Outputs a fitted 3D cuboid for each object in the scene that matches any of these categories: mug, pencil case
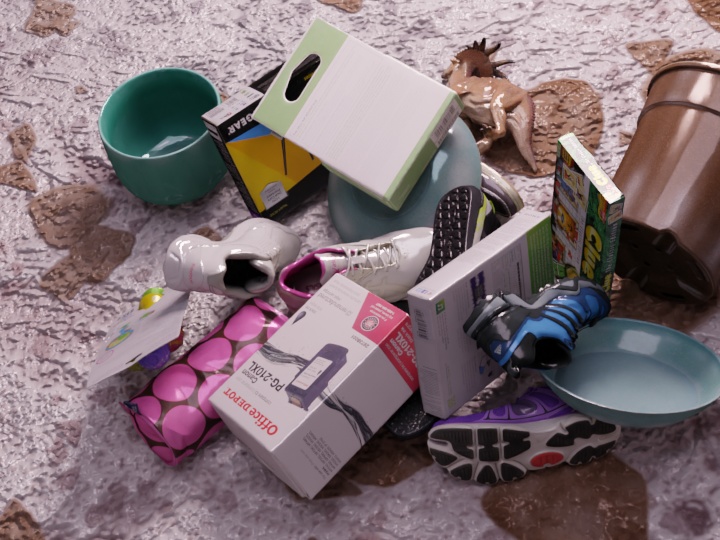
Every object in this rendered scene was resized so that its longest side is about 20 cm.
[{"bbox_3d":[-0.219,-0.151,1.765,0.184,0.115,0.152,18,58,22],"label":"mug"},{"bbox_3d":[-0.162,0.114,1.574,0.200,0.091,0.094,-39,51,-21],"label":"pencil case"}]

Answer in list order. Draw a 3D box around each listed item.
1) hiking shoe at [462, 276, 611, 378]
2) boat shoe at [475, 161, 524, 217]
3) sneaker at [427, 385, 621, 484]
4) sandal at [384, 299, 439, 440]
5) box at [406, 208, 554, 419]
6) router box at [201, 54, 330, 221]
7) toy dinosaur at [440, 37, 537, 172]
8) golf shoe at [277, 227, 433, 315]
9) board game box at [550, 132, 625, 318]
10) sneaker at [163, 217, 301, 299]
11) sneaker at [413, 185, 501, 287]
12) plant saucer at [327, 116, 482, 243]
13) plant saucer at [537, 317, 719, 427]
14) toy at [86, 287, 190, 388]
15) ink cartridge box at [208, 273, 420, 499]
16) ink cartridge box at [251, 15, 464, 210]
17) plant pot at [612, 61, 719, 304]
[{"bbox_3d":[0.191,0.064,1.465,0.199,0.075,0.087,-11,57,-41],"label":"hiking shoe"},{"bbox_3d":[0.101,-0.104,1.698,0.199,0.072,0.065,31,73,30],"label":"boat shoe"},{"bbox_3d":[0.166,0.162,1.492,0.198,0.081,0.084,-6,36,-5],"label":"sneaker"},{"bbox_3d":[0.056,0.112,1.562,0.075,0.048,0.201,-9,40,5],"label":"sandal"},{"bbox_3d":[0.131,0.042,1.497,0.036,0.145,0.200,20,40,40],"label":"box"},{"bbox_3d":[-0.071,-0.170,1.726,0.200,0.150,0.051,-36,34,-15],"label":"router box"},{"bbox_3d":[0.160,-0.210,1.759,0.200,0.086,0.135,37,60,25],"label":"toy dinosaur"},{"bbox_3d":[0.000,0.000,1.601,0.199,0.092,0.076,-21,71,10],"label":"golf shoe"},{"bbox_3d":[0.236,-0.040,1.537,0.023,0.201,0.105,-23,51,-16],"label":"board game box"},{"bbox_3d":[-0.122,-0.003,1.618,0.099,0.078,0.199,20,24,33],"label":"sneaker"},{"bbox_3d":[0.116,0.000,1.561,0.071,0.083,0.201,-10,52,42],"label":"sneaker"},{"bbox_3d":[0.041,-0.106,1.668,0.200,0.039,0.203,-6,76,26],"label":"plant saucer"},{"bbox_3d":[0.273,0.109,1.480,0.198,0.036,0.200,2,26,-1],"label":"plant saucer"},{"bbox_3d":[-0.229,0.075,1.592,0.115,0.047,0.200,-30,21,9],"label":"toy"},{"bbox_3d":[-0.039,0.117,1.506,0.200,0.084,0.145,-45,35,-12],"label":"ink cartridge box"},{"bbox_3d":[-0.004,-0.180,1.643,0.199,0.048,0.146,32,87,22],"label":"ink cartridge box"},{"bbox_3d":[0.357,-0.084,1.565,0.199,0.201,0.199,24,70,26],"label":"plant pot"}]
